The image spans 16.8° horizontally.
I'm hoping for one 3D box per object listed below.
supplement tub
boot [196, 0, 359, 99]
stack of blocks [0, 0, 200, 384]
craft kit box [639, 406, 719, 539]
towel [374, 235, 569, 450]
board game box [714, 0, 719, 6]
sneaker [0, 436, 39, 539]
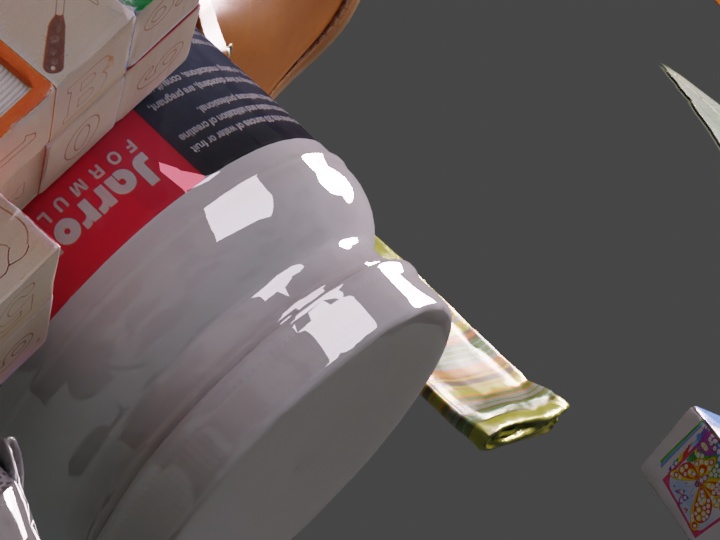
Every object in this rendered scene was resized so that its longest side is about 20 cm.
[{"bbox_3d":[-0.087,-0.011,0.686,0.200,0.140,0.140,43,18,14],"label":"supplement tub"},{"bbox_3d":[-0.061,-0.096,0.853,0.074,0.200,0.155,16,3,18],"label":"boot"},{"bbox_3d":[-0.123,-0.021,0.569,0.115,0.200,0.059,40,-26,8],"label":"stack of blocks"},{"bbox_3d":[0.240,0.160,1.065,0.200,0.049,0.198,23,21,-40],"label":"craft kit box"},{"bbox_3d":[0.000,0.000,1.026,0.200,0.018,0.086,44,18,16],"label":"towel"},{"bbox_3d":[0.462,-0.307,2.367,0.200,0.200,0.200,22,24,-41],"label":"board game box"},{"bbox_3d":[-0.143,0.062,0.441,0.200,0.075,0.082,8,67,-41],"label":"sneaker"}]
